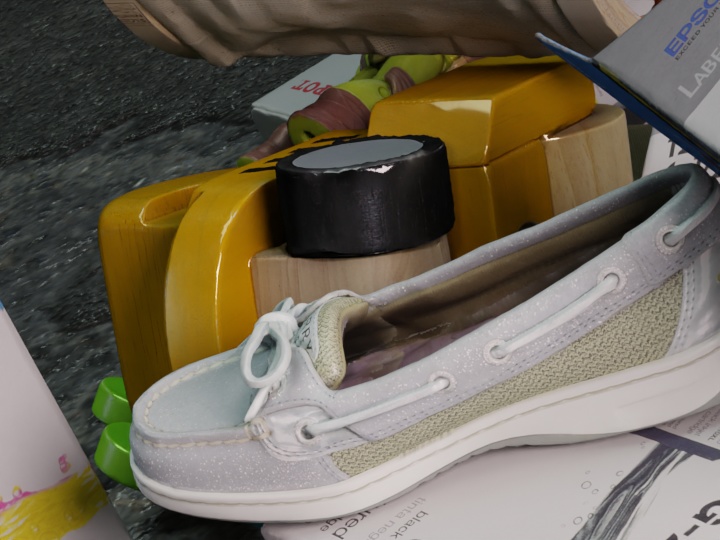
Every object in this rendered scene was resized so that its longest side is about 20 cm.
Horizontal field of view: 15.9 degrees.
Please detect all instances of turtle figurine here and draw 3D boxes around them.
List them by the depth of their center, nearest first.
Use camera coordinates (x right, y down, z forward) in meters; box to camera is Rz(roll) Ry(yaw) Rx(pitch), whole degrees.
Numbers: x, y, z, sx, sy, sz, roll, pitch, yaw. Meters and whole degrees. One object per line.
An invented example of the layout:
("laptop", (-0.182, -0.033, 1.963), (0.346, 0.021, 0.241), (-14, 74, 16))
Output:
("turtle figurine", (0.032, -0.086, 1.018), (0.161, 0.064, 0.200), (-42, 20, -30))

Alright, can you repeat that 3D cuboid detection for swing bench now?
("swing bench", (0.031, -0.146, 0.930), (0.199, 0.130, 0.200), (4, 39, 32))

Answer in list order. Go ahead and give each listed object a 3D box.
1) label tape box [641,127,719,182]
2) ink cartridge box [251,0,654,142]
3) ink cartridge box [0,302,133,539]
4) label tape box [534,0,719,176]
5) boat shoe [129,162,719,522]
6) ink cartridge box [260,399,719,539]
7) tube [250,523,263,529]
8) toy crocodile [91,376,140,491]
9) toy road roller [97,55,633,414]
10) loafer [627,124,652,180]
("label tape box", (0.179, -0.047, 0.926), (0.143, 0.066, 0.200), (-12, 46, 32))
("ink cartridge box", (0.072, -0.084, 1.177), (0.200, 0.086, 0.148), (-34, 23, -16))
("ink cartridge box", (-0.185, 0.101, 0.880), (0.147, 0.200, 0.146), (-5, 31, 43))
("label tape box", (0.151, -0.026, 0.706), (0.063, 0.144, 0.200), (-53, 27, 6))
("boat shoe", (0.019, 0.021, 0.755), (0.202, 0.065, 0.074), (-14, 27, 22))
("ink cartridge box", (0.091, 0.089, 0.737), (0.145, 0.084, 0.200), (-36, 29, -23))
("tube", (0.023, 0.088, 0.901), (0.077, 0.050, 0.200), (-45, 35, -23))
("toy crocodile", (-0.071, 0.048, 1.056), (0.062, 0.068, 0.200), (18, 10, -10))
("toy road roller", (0.000, 0.000, 0.909), (0.146, 0.123, 0.200), (1, 16, 34))
("loafer", (0.106, -0.030, 1.039), (0.200, 0.068, 0.076), (-23, 22, 7))
